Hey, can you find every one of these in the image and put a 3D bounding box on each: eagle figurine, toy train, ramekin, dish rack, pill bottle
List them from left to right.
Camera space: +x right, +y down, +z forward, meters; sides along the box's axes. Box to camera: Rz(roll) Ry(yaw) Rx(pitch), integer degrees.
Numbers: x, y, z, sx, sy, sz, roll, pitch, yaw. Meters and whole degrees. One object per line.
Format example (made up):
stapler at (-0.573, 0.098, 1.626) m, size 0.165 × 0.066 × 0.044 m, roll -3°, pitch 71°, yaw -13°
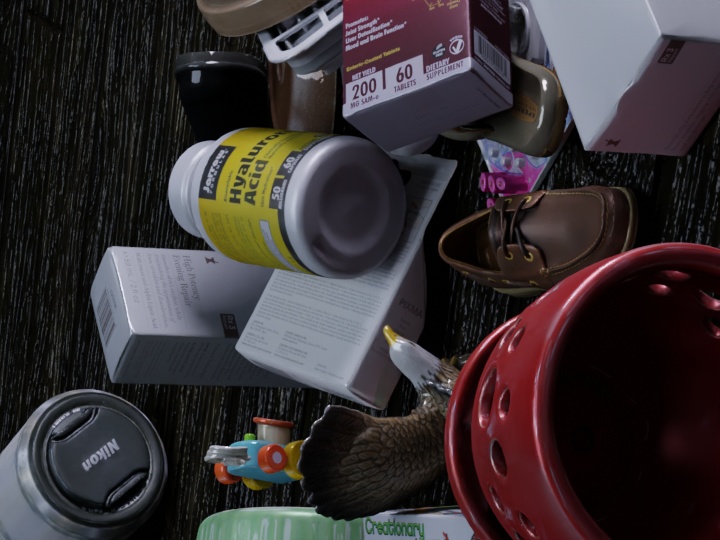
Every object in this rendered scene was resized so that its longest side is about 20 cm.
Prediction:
pill bottle at (-0.065, -0.057, 1.742) m, size 0.200 × 0.111 × 0.112 m, roll 8°, pitch 96°, yaw 52°
ramekin at (-0.040, 0.246, 1.710) m, size 0.200 × 0.200 × 0.098 m, roll 152°, pitch 124°, yaw -62°
toy train at (-0.019, 0.134, 1.709) m, size 0.150 × 0.199 × 0.056 m, roll 91°, pitch -179°, yaw -71°
dish rack at (-0.004, -0.226, 1.719) m, size 0.172 × 0.044 × 0.200 m, roll -37°, pitch 27°, yaw 6°
eagle figurine at (0.058, 0.101, 1.489) m, size 0.200 × 0.151 × 0.152 m, roll -53°, pitch -18°, yaw -62°

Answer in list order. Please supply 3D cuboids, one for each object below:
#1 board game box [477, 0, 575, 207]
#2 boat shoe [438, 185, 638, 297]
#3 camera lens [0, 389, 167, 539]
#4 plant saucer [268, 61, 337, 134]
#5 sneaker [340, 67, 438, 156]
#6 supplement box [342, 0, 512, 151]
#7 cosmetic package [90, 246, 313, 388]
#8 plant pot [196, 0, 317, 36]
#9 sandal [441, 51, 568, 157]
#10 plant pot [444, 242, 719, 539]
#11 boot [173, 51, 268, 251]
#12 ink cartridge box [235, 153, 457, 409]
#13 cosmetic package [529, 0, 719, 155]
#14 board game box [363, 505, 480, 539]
board game box at (0.112, -0.174, 1.600) m, size 0.200 × 0.026 × 0.200 m, roll 117°, pitch 144°, yaw -42°
boat shoe at (0.121, -0.019, 1.516) m, size 0.200 × 0.067 × 0.072 m, roll -15°, pitch 67°, yaw 63°
camera lens at (-0.302, 0.226, 2.298) m, size 0.200 × 0.160 × 0.160 m, roll 135°, pitch 131°, yaw -56°
plant saucer at (-0.053, -0.181, 1.880) m, size 0.200 × 0.037 × 0.201 m, roll 178°, pitch 90°, yaw -80°
sneaker at (0.023, -0.143, 1.747) m, size 0.200 × 0.077 × 0.082 m, roll -101°, pitch 18°, yaw -49°
supplement box at (0.046, -0.195, 1.551) m, size 0.109 × 0.061 × 0.200 m, roll -19°, pitch 56°, yaw 29°
cosmetic package at (-0.122, 0.041, 1.879) m, size 0.074 × 0.200 × 0.102 m, roll 118°, pitch 143°, yaw -44°
plant pot at (-0.064, -0.285, 1.736) m, size 0.201 × 0.093 × 0.201 m, roll -31°, pitch 26°, yaw 17°
sandal at (0.081, -0.125, 1.567) m, size 0.200 × 0.054 × 0.081 m, roll -151°, pitch 65°, yaw -62°
plant pot at (0.154, 0.095, 1.297) m, size 0.182 × 0.200 × 0.201 m, roll 160°, pitch 110°, yaw -66°
boot at (-0.115, -0.096, 1.960) m, size 0.211 × 0.079 × 0.158 m, roll 65°, pitch -158°, yaw -71°
ink cartridge box at (0.000, 0.000, 1.757) m, size 0.161 × 0.050 × 0.200 m, roll 16°, pitch 74°, yaw 52°
cosmetic package at (0.171, -0.184, 1.413) m, size 0.113 × 0.081 × 0.200 m, roll 122°, pitch 140°, yaw -48°
board game box at (0.100, 0.178, 1.487) m, size 0.200 × 0.126 × 0.035 m, roll -10°, pitch 81°, yaw 64°
